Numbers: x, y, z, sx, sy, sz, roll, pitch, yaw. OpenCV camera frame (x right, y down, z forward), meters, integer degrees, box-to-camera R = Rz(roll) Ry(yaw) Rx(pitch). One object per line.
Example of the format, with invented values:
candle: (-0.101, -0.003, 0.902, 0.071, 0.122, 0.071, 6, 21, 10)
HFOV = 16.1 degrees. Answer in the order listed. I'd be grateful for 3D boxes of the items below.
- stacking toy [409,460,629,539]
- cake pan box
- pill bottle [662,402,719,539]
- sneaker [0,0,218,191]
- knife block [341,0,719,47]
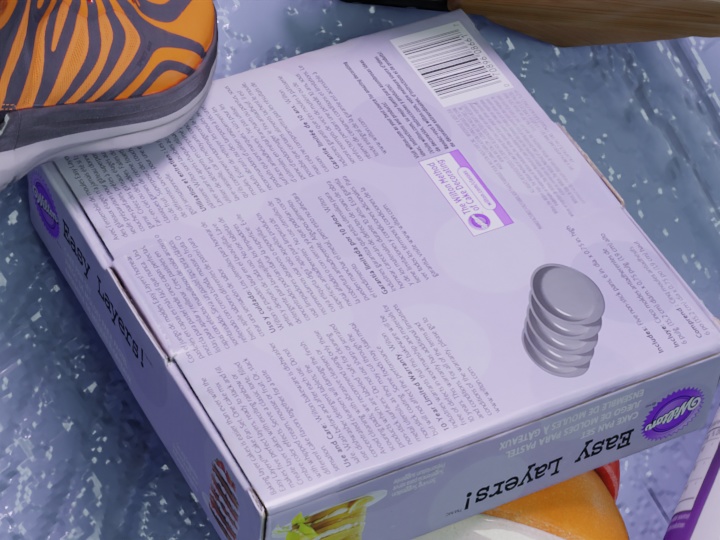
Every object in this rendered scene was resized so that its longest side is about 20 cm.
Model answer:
stacking toy: (0.048, 0.046, 0.956, 0.145, 0.146, 0.201, 25, 61, -24)
cake pan box: (0.000, 0.000, 0.895, 0.183, 0.053, 0.200, -18, 52, -25)
pill bottle: (0.184, 0.101, 1.017, 0.111, 0.111, 0.201, 32, 73, -22)
sneaker: (-0.103, -0.098, 0.849, 0.200, 0.077, 0.113, -37, 141, -57)
knife block: (0.075, -0.132, 0.945, 0.175, 0.199, 0.065, 11, 81, -56)
